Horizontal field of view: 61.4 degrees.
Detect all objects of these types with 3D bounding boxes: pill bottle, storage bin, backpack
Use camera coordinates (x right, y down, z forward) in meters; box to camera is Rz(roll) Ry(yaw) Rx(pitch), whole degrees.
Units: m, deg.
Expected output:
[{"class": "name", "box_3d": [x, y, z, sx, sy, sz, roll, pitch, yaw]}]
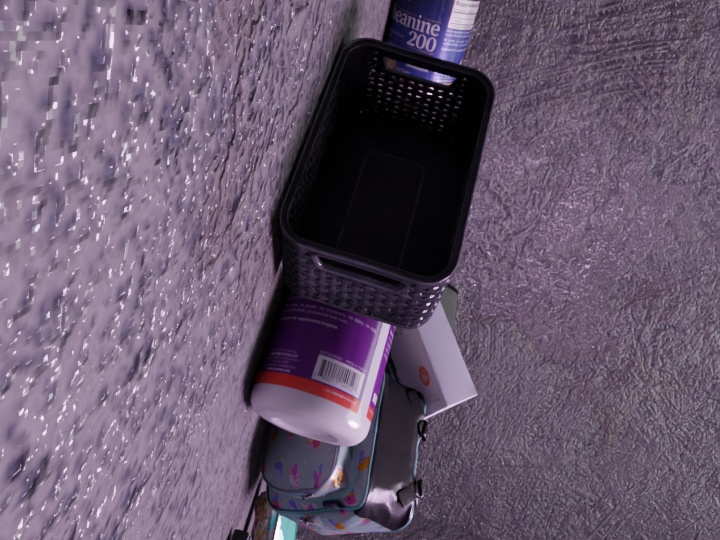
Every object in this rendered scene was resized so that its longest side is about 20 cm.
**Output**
[{"class": "pill bottle", "box_3d": [0.097, -0.341, 0.795, 0.112, 0.108, 0.204, -70, 175, -58]}, {"class": "storage bin", "box_3d": [0.022, -0.072, 0.500, 0.094, 0.132, 0.204, 102, 5, -65]}, {"class": "backpack", "box_3d": [-0.033, 0.218, 0.729, 0.199, 0.151, 0.179, -32, -141, 44]}, {"class": "pill bottle", "box_3d": [-0.022, 0.050, 0.569, 0.113, 0.110, 0.204, 101, 5, -66]}]

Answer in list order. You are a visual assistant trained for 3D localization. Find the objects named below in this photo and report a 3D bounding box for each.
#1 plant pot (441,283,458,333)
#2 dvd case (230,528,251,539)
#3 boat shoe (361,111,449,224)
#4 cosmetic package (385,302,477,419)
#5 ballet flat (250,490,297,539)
[{"class": "plant pot", "box_3d": [0.067, 0.088, 1.102, 0.199, 0.173, 0.205, 171, -73, -67]}, {"class": "dvd case", "box_3d": [-0.164, 0.407, 0.674, 0.152, 0.024, 0.203, -71, 176, -51]}, {"class": "boat shoe", "box_3d": [0.034, -0.096, 0.630, 0.057, 0.067, 0.202, 84, -14, -46]}, {"class": "cosmetic package", "box_3d": [0.067, 0.122, 0.813, 0.154, 0.051, 0.200, 67, -24, 16]}, {"class": "ballet flat", "box_3d": [-0.123, 0.390, 0.803, 0.075, 0.063, 0.205, 34, 56, -43]}]
